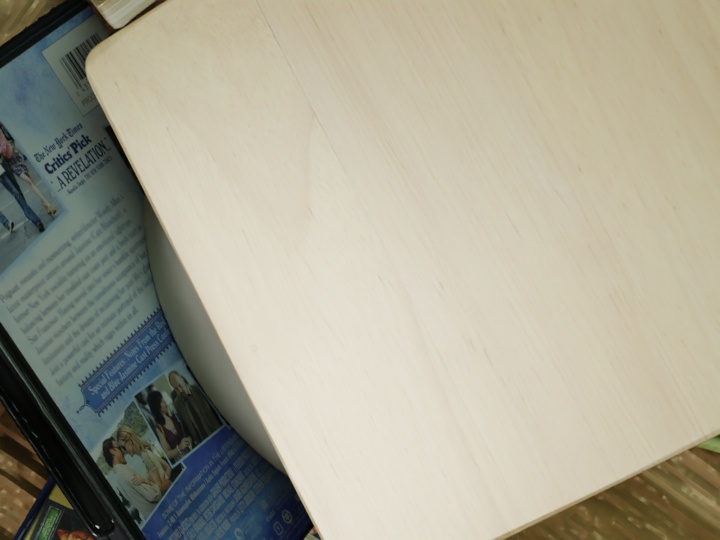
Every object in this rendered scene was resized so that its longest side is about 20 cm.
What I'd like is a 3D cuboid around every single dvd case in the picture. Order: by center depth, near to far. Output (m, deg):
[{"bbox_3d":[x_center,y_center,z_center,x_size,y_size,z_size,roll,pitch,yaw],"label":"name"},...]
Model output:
[{"bbox_3d":[-0.079,0.016,0.824,0.200,0.018,0.143,58,34,-11],"label":"dvd case"}]

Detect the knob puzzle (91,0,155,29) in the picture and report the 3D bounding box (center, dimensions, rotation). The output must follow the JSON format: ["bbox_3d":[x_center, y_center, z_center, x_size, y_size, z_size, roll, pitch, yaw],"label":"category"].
[{"bbox_3d":[-0.014,-0.153,0.865,0.220,0.219,0.030,-43,107,-20],"label":"knob puzzle"}]

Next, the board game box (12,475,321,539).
[{"bbox_3d":[-0.074,0.142,0.885,0.135,0.035,0.200,32,72,-8],"label":"board game box"}]

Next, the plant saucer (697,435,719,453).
[{"bbox_3d":[0.185,-0.011,0.987,0.199,0.048,0.201,16,75,-13],"label":"plant saucer"}]

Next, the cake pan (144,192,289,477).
[{"bbox_3d":[0.000,0.000,0.875,0.200,0.037,0.201,26,49,-34],"label":"cake pan"}]

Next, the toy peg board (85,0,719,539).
[{"bbox_3d":[0.051,-0.031,0.779,0.199,0.098,0.201,-29,86,23],"label":"toy peg board"}]
